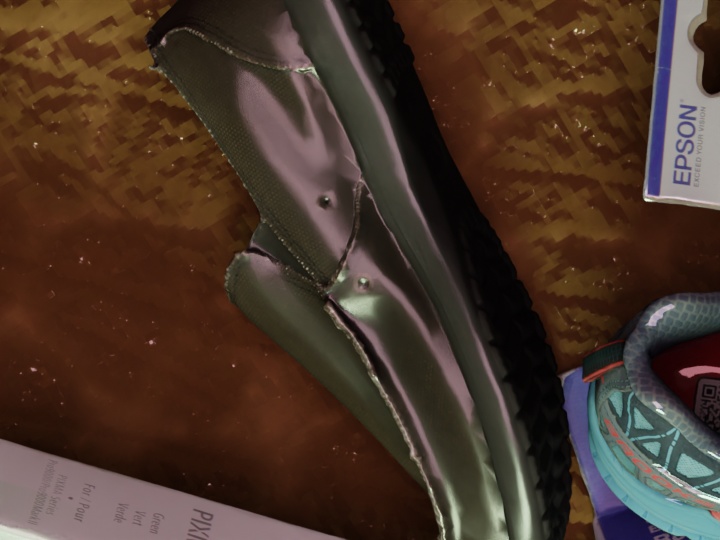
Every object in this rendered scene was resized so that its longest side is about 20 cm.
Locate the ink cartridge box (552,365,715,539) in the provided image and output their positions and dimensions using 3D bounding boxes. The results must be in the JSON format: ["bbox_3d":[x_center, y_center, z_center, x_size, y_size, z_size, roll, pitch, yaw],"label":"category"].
[{"bbox_3d":[0.177,0.096,0.846,0.196,0.043,0.200,-19,99,1],"label":"ink cartridge box"}]

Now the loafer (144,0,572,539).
[{"bbox_3d":[0.000,0.000,0.820,0.071,0.073,0.200,-22,92,14],"label":"loafer"}]

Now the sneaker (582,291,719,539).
[{"bbox_3d":[0.158,0.040,0.778,0.199,0.096,0.080,-1,69,9],"label":"sneaker"}]

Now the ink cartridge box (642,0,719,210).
[{"bbox_3d":[0.177,-0.052,0.817,0.199,0.039,0.100,8,82,-3],"label":"ink cartridge box"}]

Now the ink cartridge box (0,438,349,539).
[{"bbox_3d":[-0.048,0.141,0.816,0.200,0.050,0.161,17,119,-2],"label":"ink cartridge box"}]
